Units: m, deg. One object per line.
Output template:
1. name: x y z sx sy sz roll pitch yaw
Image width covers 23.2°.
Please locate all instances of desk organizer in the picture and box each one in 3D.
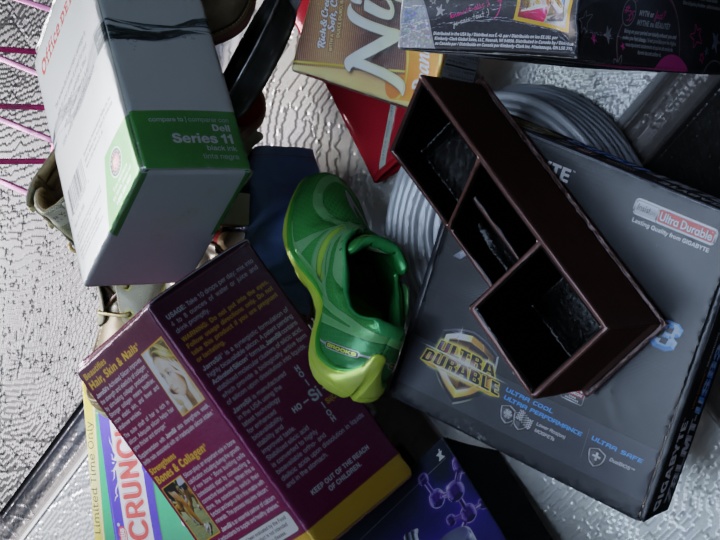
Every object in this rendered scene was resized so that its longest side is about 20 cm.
1. desk organizer: 0.088 -0.022 1.061 0.072 0.077 0.201 -45 68 25

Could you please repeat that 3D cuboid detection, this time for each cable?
1. cable: 0.104 -0.025 1.195 0.199 0.069 0.202 -28 76 35

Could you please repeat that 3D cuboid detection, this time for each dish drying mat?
1. dish drying mat: -0.005 -0.169 1.299 0.077 0.018 0.201 -37 72 32

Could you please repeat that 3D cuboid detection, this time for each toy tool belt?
1. toy tool belt: -0.074 -0.045 1.286 0.123 0.124 0.202 6 96 61

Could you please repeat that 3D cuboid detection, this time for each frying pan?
1. frying pan: -0.058 -0.184 1.228 0.031 0.115 0.191 28 96 -12

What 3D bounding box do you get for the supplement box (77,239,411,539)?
1. supplement box: -0.082 0.104 1.209 0.201 0.103 0.131 55 142 0

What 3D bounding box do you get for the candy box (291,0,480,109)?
1. candy box: 0.037 -0.212 1.170 0.115 0.055 0.202 21 101 30

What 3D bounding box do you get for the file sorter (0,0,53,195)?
1. file sorter: -0.223 -0.160 1.398 0.138 0.125 0.202 21 105 34

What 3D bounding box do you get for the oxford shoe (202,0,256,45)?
1. oxford shoe: -0.124 -0.239 1.292 0.070 0.075 0.201 -20 43 3

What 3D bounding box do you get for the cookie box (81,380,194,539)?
1. cookie box: -0.120 0.156 1.372 0.199 0.075 0.173 -5 90 37

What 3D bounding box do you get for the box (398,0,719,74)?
1. box: 0.130 -0.185 1.083 0.131 0.199 0.116 8 97 35

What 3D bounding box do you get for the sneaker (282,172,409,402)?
1. sneaker: 0.000 0.000 1.193 0.084 0.074 0.201 -52 34 31

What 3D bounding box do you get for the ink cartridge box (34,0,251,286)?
1. ink cartridge box: -0.157 -0.111 1.218 0.147 0.082 0.201 -54 46 50

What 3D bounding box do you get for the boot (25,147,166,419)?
1. boot: -0.194 -0.004 1.327 0.072 0.155 0.202 3 66 35

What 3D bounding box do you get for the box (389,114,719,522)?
1. box: 0.133 0.025 1.109 0.199 0.050 0.200 26 108 29

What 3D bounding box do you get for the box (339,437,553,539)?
1. box: 0.043 0.237 1.221 0.200 0.079 0.142 -46 52 19
